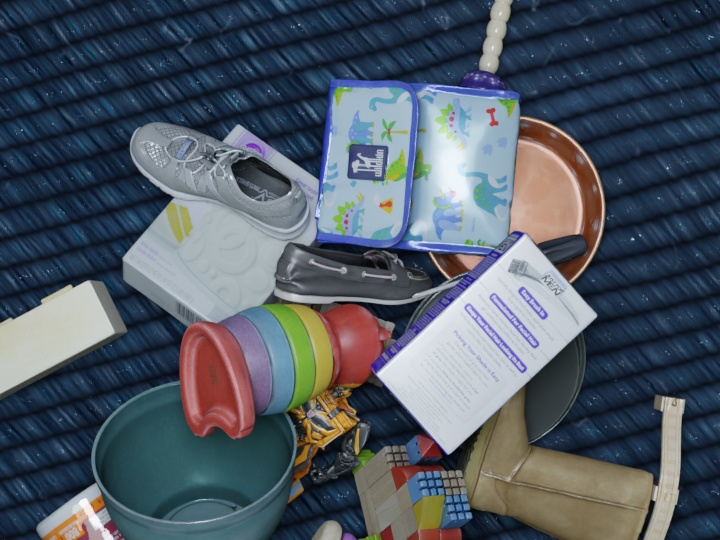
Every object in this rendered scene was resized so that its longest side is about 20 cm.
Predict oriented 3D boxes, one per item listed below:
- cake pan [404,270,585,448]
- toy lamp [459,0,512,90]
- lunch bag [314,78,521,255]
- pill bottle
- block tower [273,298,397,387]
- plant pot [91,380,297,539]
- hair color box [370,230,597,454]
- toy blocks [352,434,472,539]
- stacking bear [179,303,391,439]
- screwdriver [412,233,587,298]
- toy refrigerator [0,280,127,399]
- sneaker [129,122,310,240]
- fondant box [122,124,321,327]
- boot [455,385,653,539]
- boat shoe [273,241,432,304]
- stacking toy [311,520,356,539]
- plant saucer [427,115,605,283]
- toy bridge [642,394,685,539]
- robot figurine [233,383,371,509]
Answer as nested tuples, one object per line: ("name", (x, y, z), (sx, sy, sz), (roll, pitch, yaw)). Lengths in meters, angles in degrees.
("cake pan", (0.141, 0.099, 1.626), (0.198, 0.037, 0.202), (0, 101, -2))
("toy lamp", (0.151, -0.287, 1.649), (0.058, 0.058, 0.202), (15, 90, 2))
("lunch bag", (0.058, -0.103, 1.579), (0.198, 0.127, 0.172), (6, 89, 2))
("pill bottle", (-0.238, 0.318, 1.616), (0.114, 0.114, 0.201), (-35, 87, 1))
("block tower", (-0.059, 0.059, 1.639), (0.199, 0.058, 0.054), (21, 64, 1))
("plant pot", (-0.159, 0.224, 1.537), (0.198, 0.201, 0.135), (0, 127, 2))
("hair color box", (0.118, 0.068, 1.506), (0.200, 0.065, 0.109), (-42, 97, 0))
("toy blocks", (0.060, 0.249, 1.571), (0.099, 0.137, 0.201), (2, 60, -29))
("stacking bear", (-0.065, 0.085, 1.517), (0.199, 0.121, 0.115), (-12, 93, -33))
("screwdriver", (0.146, -0.001, 1.594), (0.199, 0.029, 0.028), (-18, 104, -20))
("toy refrigerator", (-0.355, 0.082, 1.646), (0.199, 0.076, 0.070), (-27, 87, 2))
("sneaker", (-0.138, -0.106, 1.564), (0.199, 0.082, 0.075), (22, 65, 4))
("fondant box", (-0.131, -0.033, 1.609), (0.144, 0.058, 0.200), (34, 65, 8))
("boot", (0.207, 0.193, 1.600), (0.198, 0.066, 0.176), (16, 108, -7))
("boat shoe", (0.000, 0.000, 1.592), (0.199, 0.067, 0.057), (-2, 108, -38))
("stacking toy", (0.030, 0.346, 1.631), (0.199, 0.085, 0.086), (31, 90, -5))
("plant saucer", (0.160, -0.064, 1.654), (0.198, 0.032, 0.202), (0, 89, 1))
("toy bridge", (0.312, 0.232, 1.621), (0.027, 0.067, 0.202), (11, 88, -4))
("robot figurine", (-0.086, 0.178, 1.624), (0.200, 0.058, 0.145), (-39, 87, 18))
